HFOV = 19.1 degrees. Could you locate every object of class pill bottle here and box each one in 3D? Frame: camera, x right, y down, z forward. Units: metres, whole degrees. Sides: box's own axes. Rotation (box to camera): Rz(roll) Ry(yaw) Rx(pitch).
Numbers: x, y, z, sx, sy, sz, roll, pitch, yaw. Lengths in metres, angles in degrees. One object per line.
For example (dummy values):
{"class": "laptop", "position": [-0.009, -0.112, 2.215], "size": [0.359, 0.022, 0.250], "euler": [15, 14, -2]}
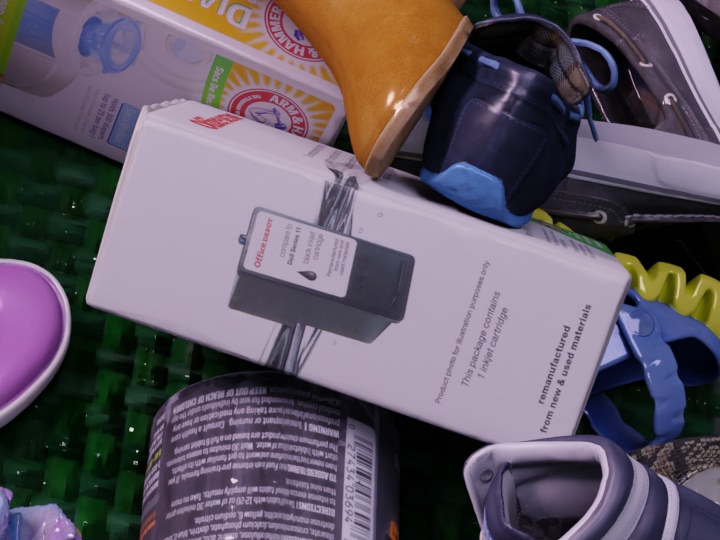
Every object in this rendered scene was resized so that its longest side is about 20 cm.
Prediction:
{"class": "pill bottle", "position": [-0.039, 0.149, 0.840], "size": [0.106, 0.106, 0.200], "euler": [11, 56, -13]}

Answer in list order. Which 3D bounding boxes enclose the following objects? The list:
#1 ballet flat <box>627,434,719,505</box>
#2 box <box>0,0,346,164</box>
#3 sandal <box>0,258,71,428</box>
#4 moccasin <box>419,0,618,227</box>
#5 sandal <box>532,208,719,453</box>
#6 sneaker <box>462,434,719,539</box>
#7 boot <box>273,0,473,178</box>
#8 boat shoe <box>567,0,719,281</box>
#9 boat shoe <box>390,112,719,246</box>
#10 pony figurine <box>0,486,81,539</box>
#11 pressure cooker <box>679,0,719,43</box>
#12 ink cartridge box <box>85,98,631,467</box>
{"class": "ballet flat", "position": [0.192, 0.110, 0.963], "size": [0.200, 0.075, 0.068], "euler": [1, 97, -21]}
{"class": "box", "position": [-0.094, -0.120, 0.983], "size": [0.200, 0.113, 0.101], "euler": [24, 53, -6]}
{"class": "sandal", "position": [-0.205, 0.042, 0.879], "size": [0.203, 0.050, 0.083], "euler": [-22, 69, -30]}
{"class": "moccasin", "position": [0.072, -0.072, 0.891], "size": [0.080, 0.068, 0.200], "euler": [24, 17, -6]}
{"class": "sandal", "position": [0.082, 0.026, 0.981], "size": [0.200, 0.080, 0.087], "euler": [17, 58, -8]}
{"class": "sneaker", "position": [0.051, 0.140, 0.820], "size": [0.108, 0.200, 0.070], "euler": [37, 22, -32]}
{"class": "boot", "position": [-0.027, -0.122, 0.876], "size": [0.144, 0.071, 0.201], "euler": [31, 28, -8]}
{"class": "boat shoe", "position": [0.154, -0.055, 1.064], "size": [0.066, 0.070, 0.200], "euler": [-8, 62, -18]}
{"class": "boat shoe", "position": [0.098, -0.040, 1.010], "size": [0.200, 0.057, 0.069], "euler": [9, 15, 8]}
{"class": "pony figurine", "position": [-0.170, 0.170, 0.769], "size": [0.193, 0.167, 0.200], "euler": [2, 56, 19]}
{"class": "pressure cooker", "position": [0.255, -0.216, 1.091], "size": [0.178, 0.200, 0.176], "euler": [-4, 31, -16]}
{"class": "ink cartridge box", "position": [0.000, 0.000, 0.881], "size": [0.200, 0.147, 0.083], "euler": [19, 97, 1]}
